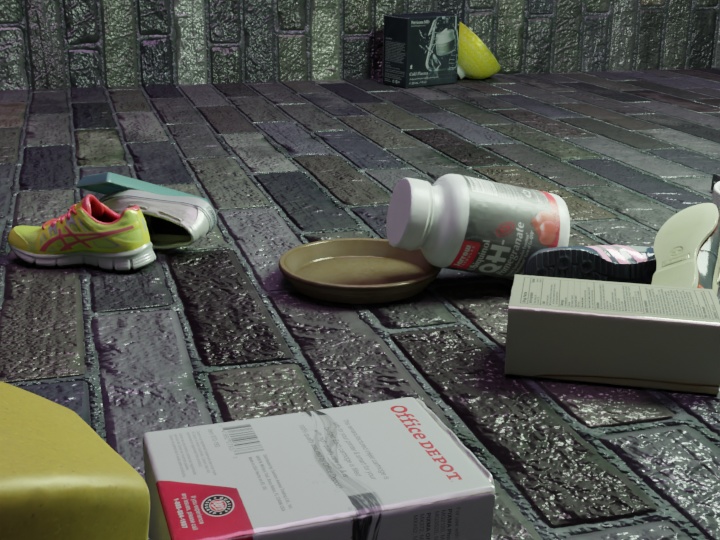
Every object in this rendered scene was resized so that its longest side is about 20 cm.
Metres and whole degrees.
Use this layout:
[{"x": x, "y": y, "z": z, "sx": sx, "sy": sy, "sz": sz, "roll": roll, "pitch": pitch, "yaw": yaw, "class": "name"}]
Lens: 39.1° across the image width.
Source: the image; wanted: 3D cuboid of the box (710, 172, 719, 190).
[{"x": 0.693, "y": -0.132, "z": 1.641, "sx": 0.199, "sy": 0.036, "sz": 0.143, "roll": -5, "pitch": 19, "yaw": -11, "class": "box"}]

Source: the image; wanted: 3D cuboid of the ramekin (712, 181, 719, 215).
[{"x": 0.538, "y": -0.046, "z": 1.261, "sx": 0.199, "sy": 0.106, "sz": 0.200, "roll": 0, "pitch": 18, "yaw": 0, "class": "ramekin"}]

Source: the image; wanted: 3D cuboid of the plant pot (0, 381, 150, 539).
[{"x": -0.220, "y": 0.153, "z": 0.510, "sx": 0.199, "sy": 0.197, "sz": 0.194, "roll": -5, "pitch": 17, "yaw": -37, "class": "plant pot"}]

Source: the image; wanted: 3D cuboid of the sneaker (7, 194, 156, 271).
[{"x": -0.356, "y": -0.054, "z": 1.292, "sx": 0.198, "sy": 0.091, "sz": 0.078, "roll": 2, "pitch": 19, "yaw": 10, "class": "sneaker"}]

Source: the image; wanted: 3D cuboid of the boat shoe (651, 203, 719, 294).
[{"x": 0.358, "y": -0.002, "z": 1.097, "sx": 0.071, "sy": 0.063, "sz": 0.200, "roll": -21, "pitch": 25, "yaw": 35, "class": "boat shoe"}]

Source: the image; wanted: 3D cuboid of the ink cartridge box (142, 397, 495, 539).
[{"x": -0.031, "y": 0.157, "z": 0.656, "sx": 0.199, "sy": 0.084, "sz": 0.145, "roll": -5, "pitch": 18, "yaw": -18, "class": "ink cartridge box"}]

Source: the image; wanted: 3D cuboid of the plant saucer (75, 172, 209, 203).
[{"x": -0.303, "y": -0.109, "z": 1.439, "sx": 0.070, "sy": 0.019, "sz": 0.200, "roll": -4, "pitch": -11, "yaw": 36, "class": "plant saucer"}]

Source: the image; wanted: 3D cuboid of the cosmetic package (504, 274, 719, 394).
[{"x": 0.243, "y": 0.059, "z": 0.982, "sx": 0.199, "sy": 0.074, "sz": 0.104, "roll": 4, "pitch": 19, "yaw": 12, "class": "cosmetic package"}]

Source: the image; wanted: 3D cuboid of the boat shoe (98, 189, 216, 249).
[{"x": -0.289, "y": -0.060, "z": 1.354, "sx": 0.199, "sy": 0.072, "sz": 0.066, "roll": 7, "pitch": 34, "yaw": 23, "class": "boat shoe"}]

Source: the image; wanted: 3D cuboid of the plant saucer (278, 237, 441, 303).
[{"x": 0.000, "y": 0.000, "z": 1.232, "sx": 0.199, "sy": 0.030, "sz": 0.200, "roll": 0, "pitch": 18, "yaw": 0, "class": "plant saucer"}]

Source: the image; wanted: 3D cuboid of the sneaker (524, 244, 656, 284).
[{"x": 0.278, "y": 0.003, "z": 1.177, "sx": 0.198, "sy": 0.071, "sz": 0.082, "roll": 5, "pitch": 12, "yaw": -9, "class": "sneaker"}]

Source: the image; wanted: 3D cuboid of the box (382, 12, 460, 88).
[{"x": 0.175, "y": -0.640, "z": 2.939, "sx": 0.199, "sy": 0.198, "sz": 0.124, "roll": -13, "pitch": 22, "yaw": -34, "class": "box"}]

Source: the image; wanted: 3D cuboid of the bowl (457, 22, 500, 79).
[{"x": 0.314, "y": -0.639, "z": 3.047, "sx": 0.108, "sy": 0.200, "sz": 0.200, "roll": -43, "pitch": 22, "yaw": 3, "class": "bowl"}]

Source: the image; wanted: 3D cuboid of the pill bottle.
[{"x": 0.136, "y": -0.052, "z": 1.199, "sx": 0.199, "sy": 0.111, "sz": 0.111, "roll": 9, "pitch": 15, "yaw": -17, "class": "pill bottle"}]
